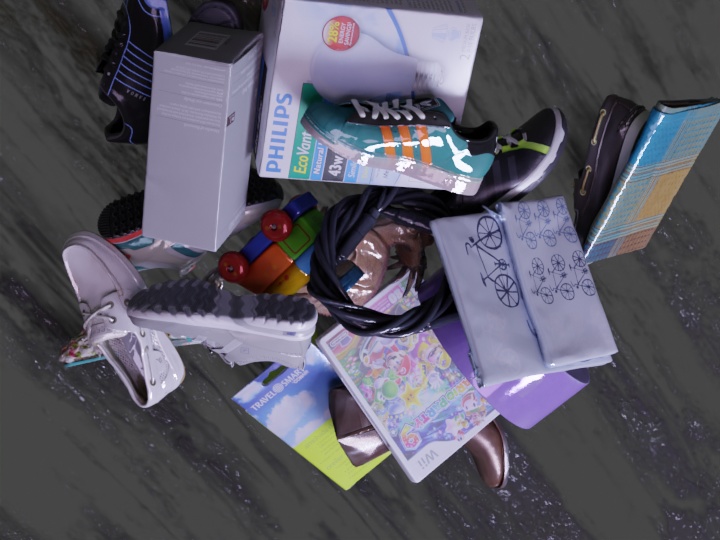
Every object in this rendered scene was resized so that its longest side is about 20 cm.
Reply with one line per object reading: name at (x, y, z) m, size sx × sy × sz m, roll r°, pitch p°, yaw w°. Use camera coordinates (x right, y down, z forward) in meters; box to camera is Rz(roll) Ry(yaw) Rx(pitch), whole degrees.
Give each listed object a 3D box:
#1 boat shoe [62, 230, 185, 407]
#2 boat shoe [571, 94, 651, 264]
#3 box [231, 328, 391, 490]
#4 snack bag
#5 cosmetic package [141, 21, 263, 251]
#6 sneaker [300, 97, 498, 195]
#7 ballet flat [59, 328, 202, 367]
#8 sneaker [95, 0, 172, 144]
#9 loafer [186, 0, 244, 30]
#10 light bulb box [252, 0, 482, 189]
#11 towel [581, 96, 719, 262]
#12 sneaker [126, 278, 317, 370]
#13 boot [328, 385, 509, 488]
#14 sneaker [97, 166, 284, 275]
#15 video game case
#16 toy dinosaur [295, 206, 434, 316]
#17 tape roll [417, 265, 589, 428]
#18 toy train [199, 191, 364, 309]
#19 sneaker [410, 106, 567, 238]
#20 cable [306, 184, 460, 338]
boat shoe at (-0.257, 0.053, 1.718) m, size 0.071 × 0.069 × 0.200 m, roll -22°, pitch 106°, yaw 36°
boat shoe at (0.267, -0.099, 1.791) m, size 0.072 × 0.061 × 0.202 m, roll -27°, pitch 144°, yaw -45°
box at (-0.042, 0.157, 1.900) m, size 0.122 × 0.048 × 0.200 m, roll -41°, pitch 119°, yaw 14°
snack bag at (0.168, 0.017, 1.686) m, size 0.200 × 0.189 × 0.021 m, roll -7°, pitch 166°, yaw -38°
cosmetic package at (-0.156, -0.132, 1.608) m, size 0.090 × 0.107 × 0.201 m, roll 10°, pitch 118°, yaw 11°
sneaker at (0.041, -0.139, 1.579) m, size 0.199 × 0.071 × 0.080 m, roll 15°, pitch 113°, yaw -24°
ballet flat at (-0.237, 0.060, 1.809) m, size 0.199 × 0.076 × 0.064 m, roll -10°, pitch 91°, yaw -8°
sneaker at (-0.227, -0.213, 1.632) m, size 0.078 × 0.070 × 0.201 m, roll -9°, pitch 123°, yaw -12°
loafer at (-0.149, -0.186, 1.676) m, size 0.072 × 0.063 × 0.201 m, roll 11°, pitch 117°, yaw 10°
light bulb box at (-0.002, -0.200, 1.645) m, size 0.199 × 0.125 × 0.199 m, roll 3°, pitch 121°, yaw -12°
towel at (0.314, -0.100, 1.773) m, size 0.146 × 0.022 × 0.200 m, roll -12°, pitch 135°, yaw -50°
sneaker at (-0.145, 0.065, 1.675) m, size 0.199 × 0.075 × 0.082 m, roll 9°, pitch 121°, yaw 10°
boot at (0.063, 0.195, 1.877) m, size 0.200 × 0.064 × 0.187 m, roll -21°, pitch 98°, yaw -25°
sneaker at (-0.176, -0.047, 1.752) m, size 0.199 × 0.070 × 0.094 m, roll -15°, pitch 138°, yaw -1°
video game case at (0.059, 0.116, 1.837) m, size 0.143 × 0.018 × 0.200 m, roll -38°, pitch 102°, yaw -18°
toy dinosaur at (0.000, 0.000, 1.789) m, size 0.135 × 0.086 × 0.200 m, roll 35°, pitch 110°, yaw -26°
tape roll at (0.157, 0.069, 1.790) m, size 0.085 × 0.200 × 0.200 m, roll -40°, pitch 119°, yaw 14°
toy train at (-0.094, 0.020, 1.718) m, size 0.200 × 0.085 × 0.116 m, roll -43°, pitch 86°, yaw 26°
sneaker at (0.135, -0.108, 1.742) m, size 0.200 × 0.072 × 0.083 m, roll -46°, pitch 116°, yaw 4°
cable at (0.032, -0.011, 1.661) m, size 0.200 × 0.164 × 0.051 m, roll -15°, pitch 170°, yaw -31°
